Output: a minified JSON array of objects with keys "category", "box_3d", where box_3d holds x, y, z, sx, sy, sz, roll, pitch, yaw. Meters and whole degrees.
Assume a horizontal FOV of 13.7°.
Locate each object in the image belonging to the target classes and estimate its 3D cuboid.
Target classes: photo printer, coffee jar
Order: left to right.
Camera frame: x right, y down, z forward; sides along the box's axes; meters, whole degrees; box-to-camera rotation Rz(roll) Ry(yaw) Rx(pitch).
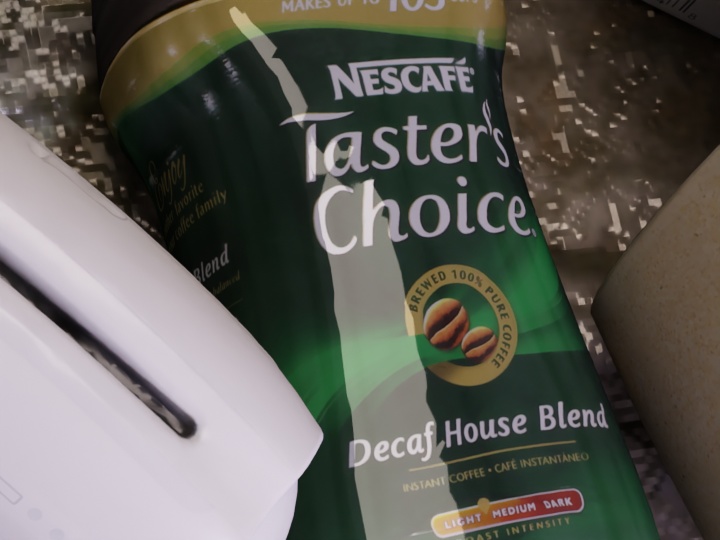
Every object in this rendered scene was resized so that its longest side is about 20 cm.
[{"category":"photo printer","box_3d":[-0.097,0.027,0.636,0.166,0.200,0.070,39,64,-1]},{"category":"coffee jar","box_3d":[0.000,0.000,0.739,0.104,0.085,0.201,-9,74,-21]}]

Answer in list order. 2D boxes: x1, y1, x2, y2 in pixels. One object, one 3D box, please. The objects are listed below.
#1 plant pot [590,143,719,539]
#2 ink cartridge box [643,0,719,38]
[{"category":"plant pot","box_3d":[0.158,0.047,0.731,0.200,0.187,0.187,44,64,11]},{"category":"ink cartridge box","box_3d":[0.153,-0.146,0.865,0.196,0.043,0.201,24,67,-7]}]
